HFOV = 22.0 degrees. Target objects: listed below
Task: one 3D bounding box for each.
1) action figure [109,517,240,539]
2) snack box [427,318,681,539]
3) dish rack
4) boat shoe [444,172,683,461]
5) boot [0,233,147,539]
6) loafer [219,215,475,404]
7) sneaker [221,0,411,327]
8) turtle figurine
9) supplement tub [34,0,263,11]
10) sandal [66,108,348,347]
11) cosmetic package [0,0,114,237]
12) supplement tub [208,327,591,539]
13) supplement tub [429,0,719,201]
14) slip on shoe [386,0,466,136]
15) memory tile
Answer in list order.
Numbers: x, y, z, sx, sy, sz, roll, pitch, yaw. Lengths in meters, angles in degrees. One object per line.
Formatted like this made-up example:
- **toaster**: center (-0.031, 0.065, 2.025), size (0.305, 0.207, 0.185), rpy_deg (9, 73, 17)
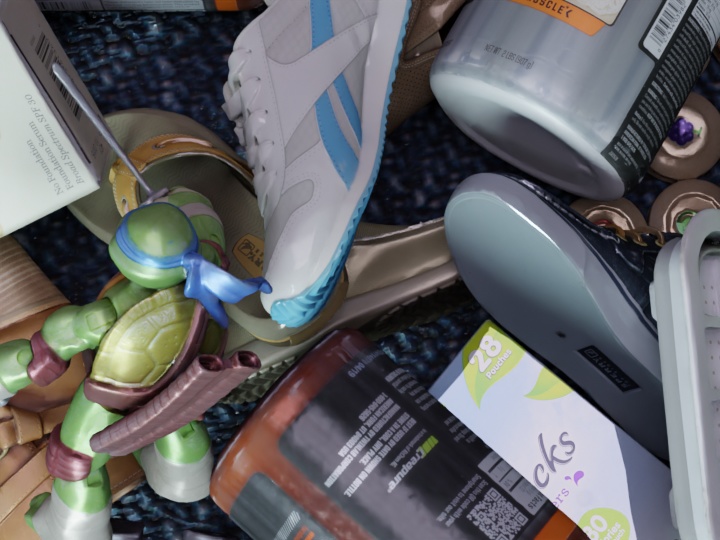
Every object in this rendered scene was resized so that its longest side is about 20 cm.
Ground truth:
- **action figure**: center (-0.108, 0.228, 0.919), size (0.129, 0.069, 0.202), rpy_deg (10, 84, -5)
- **snack box**: center (0.086, 0.154, 0.927), size (0.199, 0.068, 0.169), rpy_deg (38, 83, 9)
- **dish rack**: center (0.206, 0.063, 0.904), size (0.199, 0.043, 0.174), rpy_deg (4, 78, -44)
- **boat shoe**: center (0.124, 0.003, 0.919), size (0.200, 0.071, 0.091), rpy_deg (45, 53, -23)
- **boot**: center (-0.216, 0.092, 0.941), size (0.199, 0.074, 0.155), rpy_deg (-34, 85, -3)
- **loafer**: center (0.000, 0.000, 0.950), size (0.198, 0.076, 0.069), rpy_deg (-25, 77, -1)
- **sneaker**: center (-0.029, -0.067, 0.876), size (0.080, 0.077, 0.202), rpy_deg (13, 61, -6)
- **turtle figurine**: center (-0.128, 0.024, 0.861), size (0.198, 0.195, 0.144), rpy_deg (14, 41, 10)
- **supplement tub**: center (-0.107, -0.189, 0.962), size (0.198, 0.107, 0.108), rpy_deg (-1, 80, 1)
- **sandal**: center (-0.087, -0.031, 0.936), size (0.199, 0.054, 0.081), rpy_deg (35, 87, 36)
- **cosmetic package**: center (-0.234, -0.053, 0.923), size (0.199, 0.071, 0.106), rpy_deg (-27, 113, 11)
- **supplement tub**: center (0.033, 0.127, 0.846), size (0.200, 0.107, 0.107), rpy_deg (42, 83, 9)
- **supplement tub**: center (0.130, -0.148, 0.935), size (0.122, 0.123, 0.201), rpy_deg (29, 81, 6)
- **slip on shoe**: center (0.024, -0.112, 0.974), size (0.060, 0.076, 0.201), rpy_deg (27, 74, 9)
- **memory tile**: center (0.167, -0.097, 0.996), size (0.151, 0.017, 0.202), rpy_deg (-8, 80, -1)
